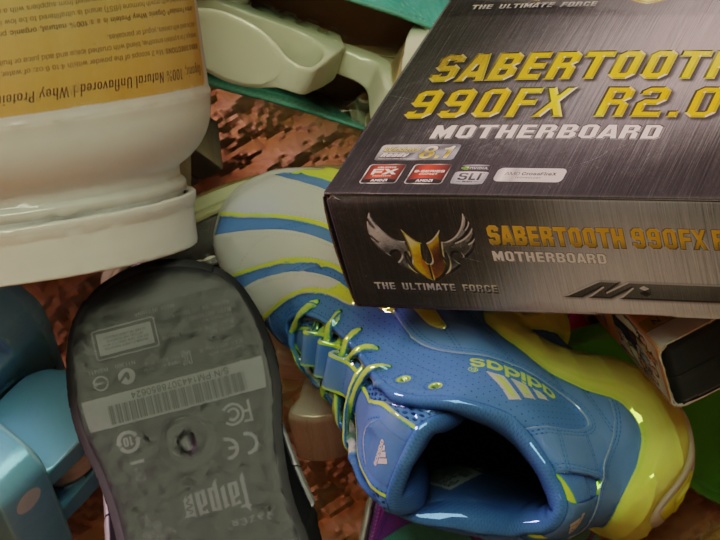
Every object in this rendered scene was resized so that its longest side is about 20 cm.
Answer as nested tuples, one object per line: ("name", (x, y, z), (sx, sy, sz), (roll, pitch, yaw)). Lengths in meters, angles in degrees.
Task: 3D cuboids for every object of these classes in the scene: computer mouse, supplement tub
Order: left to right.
("supplement tub", (-0.130, -0.100, 0.935), (0.144, 0.145, 0.201), (-8, 96, -2))
("computer mouse", (-0.076, 0.103, 0.905), (0.140, 0.046, 0.201), (-20, 69, -3))

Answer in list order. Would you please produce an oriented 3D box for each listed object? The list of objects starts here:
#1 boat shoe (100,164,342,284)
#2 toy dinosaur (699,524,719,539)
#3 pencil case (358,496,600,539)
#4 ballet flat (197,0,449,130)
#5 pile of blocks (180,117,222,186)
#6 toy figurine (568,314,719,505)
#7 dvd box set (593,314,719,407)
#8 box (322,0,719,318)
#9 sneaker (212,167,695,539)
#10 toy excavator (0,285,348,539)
("boat shoe", (0.000, 0.000, 1.041), (0.199, 0.073, 0.065), (-14, 53, -6))
("toy dinosaur", (0.142, 0.132, 0.957), (0.199, 0.058, 0.101), (-4, 53, -25))
("pencil case", (0.004, 0.155, 0.935), (0.092, 0.085, 0.200), (33, 62, -1))
("ballet flat", (-0.008, -0.079, 1.032), (0.199, 0.068, 0.071), (16, 34, -9))
("pile of blocks", (-0.124, -0.063, 1.084), (0.082, 0.062, 0.200), (-52, 48, 3))
("toy figurine", (0.149, -0.018, 1.023), (0.199, 0.150, 0.185), (-5, 46, 4))
("dvd box set", (0.126, -0.041, 0.942), (0.146, 0.029, 0.200), (-26, 34, -7))
("box", (0.109, -0.049, 0.879), (0.199, 0.048, 0.159), (3, 38, 26))
("sneaker", (0.015, 0.027, 0.899), (0.200, 0.076, 0.105), (29, 22, 23))
("toy excavator", (-0.114, 0.047, 0.990), (0.194, 0.100, 0.200), (35, 70, 22))
